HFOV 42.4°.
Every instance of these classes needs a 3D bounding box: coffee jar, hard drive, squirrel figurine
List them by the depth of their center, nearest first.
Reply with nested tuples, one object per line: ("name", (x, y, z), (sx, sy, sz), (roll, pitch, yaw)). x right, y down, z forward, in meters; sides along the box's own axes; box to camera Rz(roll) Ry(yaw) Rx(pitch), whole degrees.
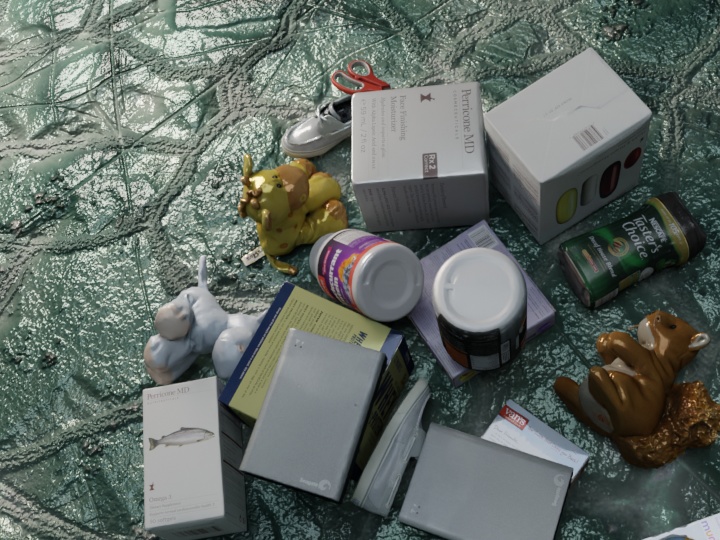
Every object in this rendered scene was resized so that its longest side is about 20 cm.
("hard drive", (0.165, 0.297, 1.221), (0.199, 0.033, 0.140), (15, 70, 17))
("hard drive", (-0.060, 0.189, 1.221), (0.139, 0.033, 0.201), (13, 71, 16))
("squirrel figurine", (0.403, 0.159, 1.266), (0.186, 0.142, 0.200), (-35, 78, -18))
("coffee jar", (0.398, -0.032, 1.361), (0.199, 0.085, 0.105), (-26, 64, -2))

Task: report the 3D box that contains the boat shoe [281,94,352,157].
("boat shoe", (-0.043, -0.255, 1.547), (0.200, 0.072, 0.070), (-23, 63, 0))

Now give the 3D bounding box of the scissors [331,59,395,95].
("scissors", (0.042, -0.286, 1.504), (0.199, 0.014, 0.073), (33, 62, 23))

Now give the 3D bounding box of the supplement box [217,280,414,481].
("supplement box", (-0.057, 0.159, 1.334), (0.199, 0.134, 0.201), (22, 73, 19))

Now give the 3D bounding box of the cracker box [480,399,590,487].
("cracker box", (0.201, 0.297, 1.265), (0.134, 0.058, 0.200), (34, 77, 23))

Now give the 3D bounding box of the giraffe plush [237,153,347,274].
("giraffe plush", (-0.128, -0.108, 1.454), (0.172, 0.162, 0.200), (37, 77, 23))

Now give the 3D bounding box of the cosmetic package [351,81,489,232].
("cosmetic package", (0.096, -0.172, 1.438), (0.198, 0.165, 0.166), (-5, 66, 9))

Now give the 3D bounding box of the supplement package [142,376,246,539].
("supplement package", (-0.237, 0.271, 1.328), (0.116, 0.117, 0.201), (-11, 64, 6))

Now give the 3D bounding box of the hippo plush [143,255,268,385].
("hippo plush", (-0.222, 0.111, 1.409), (0.160, 0.160, 0.200), (23, 28, 2))

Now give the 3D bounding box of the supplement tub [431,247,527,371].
("supplement tub", (0.163, 0.061, 1.247), (0.122, 0.200, 0.123), (-3, 67, 8))

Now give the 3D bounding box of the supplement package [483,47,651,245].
("supplement package", (0.304, -0.179, 1.382), (0.191, 0.200, 0.147), (-32, 64, -4))

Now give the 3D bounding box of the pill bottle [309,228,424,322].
("pill bottle", (0.000, 0.000, 1.366), (0.111, 0.112, 0.200), (-46, 26, -11))

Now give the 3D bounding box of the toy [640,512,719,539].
("toy", (0.400, 0.394, 1.187), (0.199, 0.047, 0.116), (-20, 65, 2))

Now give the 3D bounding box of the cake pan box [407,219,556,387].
("cake pan box", (0.161, 0.044, 1.392), (0.184, 0.052, 0.200), (-32, 64, -7))

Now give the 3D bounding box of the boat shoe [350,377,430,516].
("boat shoe", (0.059, 0.252, 1.315), (0.071, 0.070, 0.202), (29, 73, 3))
